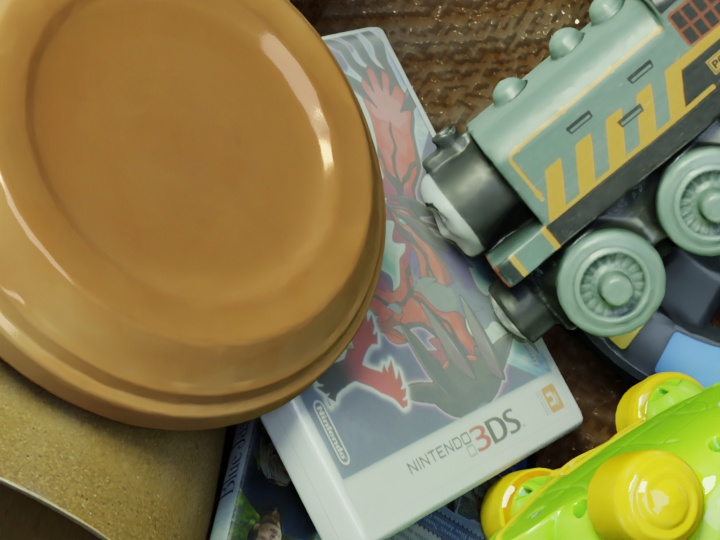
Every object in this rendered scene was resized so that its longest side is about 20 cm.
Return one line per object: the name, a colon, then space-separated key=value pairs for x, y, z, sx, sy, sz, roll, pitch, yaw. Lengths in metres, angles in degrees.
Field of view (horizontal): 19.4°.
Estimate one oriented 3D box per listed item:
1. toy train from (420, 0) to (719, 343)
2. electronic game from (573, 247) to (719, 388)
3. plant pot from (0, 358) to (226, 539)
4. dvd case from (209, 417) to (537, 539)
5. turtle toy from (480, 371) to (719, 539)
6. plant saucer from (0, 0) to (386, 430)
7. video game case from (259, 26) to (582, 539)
toy train: x=0.120 y=-0.060 z=0.879 sx=0.200 sy=0.085 sz=0.114 roll=-39 pitch=104 yaw=7
electronic game: x=0.173 y=-0.031 z=0.962 sx=0.200 sy=0.042 sz=0.200 roll=2 pitch=74 yaw=-7
plant pot: x=-0.124 y=0.025 z=0.837 sx=0.186 sy=0.186 sz=0.200 roll=23 pitch=62 yaw=-5
dvd case: x=0.008 y=0.102 z=0.849 sx=0.143 sy=0.018 sz=0.200 roll=33 pitch=44 yaw=-22
turtle toy: x=0.115 y=0.112 z=0.820 sx=0.200 sy=0.146 sz=0.101 roll=-33 pitch=93 yaw=-20
plant saucer: x=-0.070 y=-0.042 z=0.762 sx=0.200 sy=0.037 sz=0.200 roll=15 pitch=62 yaw=-30
video game case: x=0.000 y=0.000 z=0.860 sx=0.182 sy=0.023 sz=0.200 roll=-21 pitch=82 yaw=-55
